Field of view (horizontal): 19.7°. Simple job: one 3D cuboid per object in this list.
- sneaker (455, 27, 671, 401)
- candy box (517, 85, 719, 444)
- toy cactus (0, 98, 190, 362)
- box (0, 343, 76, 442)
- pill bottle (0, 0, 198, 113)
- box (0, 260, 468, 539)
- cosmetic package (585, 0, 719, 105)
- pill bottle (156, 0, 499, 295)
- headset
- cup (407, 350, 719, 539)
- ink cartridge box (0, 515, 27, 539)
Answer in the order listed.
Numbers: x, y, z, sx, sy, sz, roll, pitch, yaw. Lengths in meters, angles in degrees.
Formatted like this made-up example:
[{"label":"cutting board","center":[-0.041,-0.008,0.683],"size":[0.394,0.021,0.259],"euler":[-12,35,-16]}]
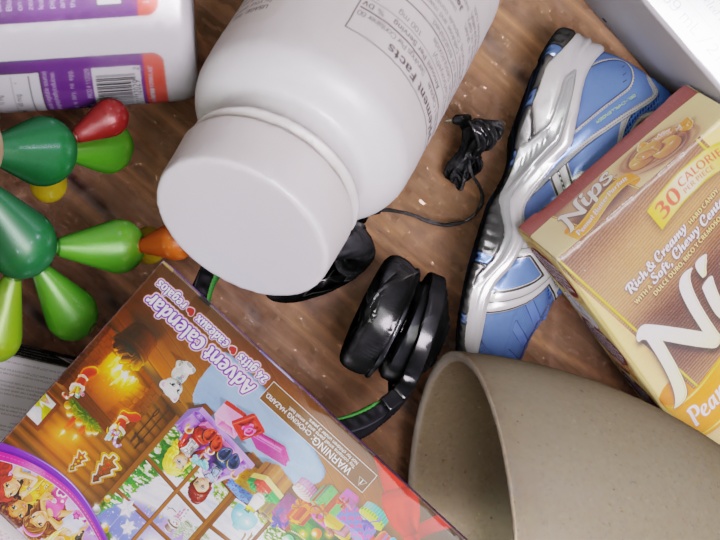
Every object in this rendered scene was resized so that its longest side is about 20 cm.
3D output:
[{"label":"sneaker","center":[0.102,-0.022,1.084],"size":[0.077,0.076,0.201],"euler":[20,94,-1]},{"label":"candy box","center":[0.183,0.019,1.069],"size":[0.115,0.055,0.200],"euler":[-40,119,-3]},{"label":"toy cactus","center":[-0.167,-0.027,0.970],"size":[0.200,0.102,0.166],"euler":[-53,126,-34]},{"label":"box","center":[-0.216,0.083,1.026],"size":[0.199,0.035,0.111],"euler":[18,93,-50]},{"label":"pill bottle","center":[-0.183,-0.135,1.039],"size":[0.198,0.111,0.112],"euler":[-4,94,-4]},{"label":"box","center":[-0.062,0.113,0.952],"size":[0.200,0.039,0.137],"euler":[41,87,7]},{"label":"cosmetic package","center":[0.260,-0.138,1.066],"size":[0.200,0.123,0.200],"euler":[-43,96,-1]},{"label":"pill bottle","center":[-0.016,-0.089,1.007],"size":[0.114,0.114,0.201],"euler":[33,54,-6]},{"label":"headset","center":[0.000,0.000,1.055],"size":[0.123,0.094,0.200],"euler":[43,61,6]},{"label":"cup","center":[0.114,0.141,1.023],"size":[0.142,0.200,0.202],"euler":[0,94,-13]},{"label":"ink cartridge box","center":[-0.155,0.174,1.006],"size":[0.200,0.067,0.117],"euler":[-43,83,0]}]
